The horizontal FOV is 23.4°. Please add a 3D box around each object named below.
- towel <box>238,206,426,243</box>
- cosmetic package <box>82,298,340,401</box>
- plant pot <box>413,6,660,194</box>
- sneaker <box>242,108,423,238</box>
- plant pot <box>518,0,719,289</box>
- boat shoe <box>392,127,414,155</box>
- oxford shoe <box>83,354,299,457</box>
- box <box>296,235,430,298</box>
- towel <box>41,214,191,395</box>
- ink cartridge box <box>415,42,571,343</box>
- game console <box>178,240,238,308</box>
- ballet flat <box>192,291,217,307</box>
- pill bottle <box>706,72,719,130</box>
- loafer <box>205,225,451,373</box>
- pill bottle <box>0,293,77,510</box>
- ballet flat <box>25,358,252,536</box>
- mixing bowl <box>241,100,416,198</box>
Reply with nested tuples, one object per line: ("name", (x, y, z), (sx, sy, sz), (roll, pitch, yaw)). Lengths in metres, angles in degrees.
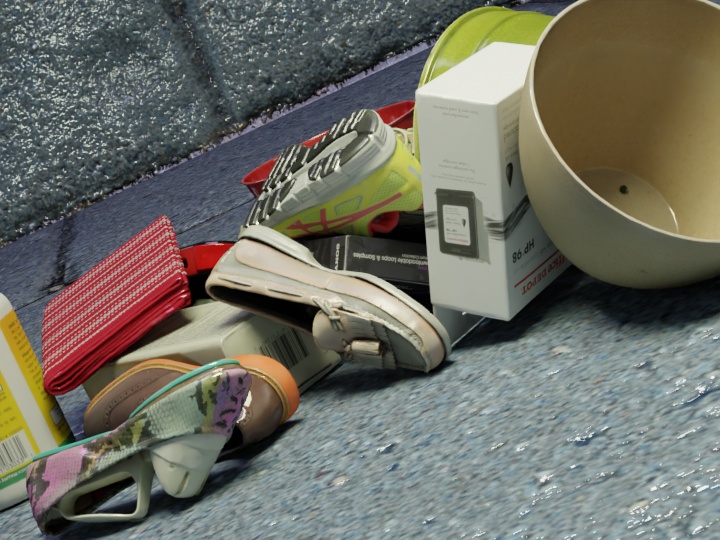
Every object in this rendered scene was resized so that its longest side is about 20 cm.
("towel", (0.028, -0.030, 1.456), (0.199, 0.035, 0.192), (-10, -9, 40))
("cosmetic package", (-0.123, 0.075, 1.373), (0.199, 0.071, 0.105), (-12, 18, 49))
("plant pot", (0.176, -0.106, 1.324), (0.192, 0.202, 0.200), (3, 27, 44))
("sneaker", (-0.018, -0.052, 1.327), (0.200, 0.090, 0.079), (-19, 42, 57))
("plant pot", (0.188, -0.066, 1.141), (0.200, 0.201, 0.135), (-30, -21, -28))
("boat shoe", (0.066, -0.085, 1.462), (0.200, 0.074, 0.063), (9, -18, -32))
("oxford shoe", (-0.140, 0.109, 1.266), (0.199, 0.071, 0.073), (-16, 19, 38))
("box", (0.000, 0.000, 1.386), (0.142, 0.036, 0.200), (6, -4, -30))
("towel", (-0.206, 0.027, 1.444), (0.144, 0.023, 0.200), (-37, 20, 2))
("ink cartridge box", (0.101, -0.046, 1.220), (0.066, 0.201, 0.116), (11, 30, 32))
("game console", (-0.130, 0.012, 1.585), (0.199, 0.031, 0.176), (-14, -15, 42))
("ballet flat", (-0.090, 0.051, 1.460), (0.067, 0.064, 0.200), (14, -7, -25))
("pill bottle", (0.342, -0.134, 1.237), (0.200, 0.117, 0.116), (-32, 13, -38))
("loafer", (-0.026, 0.033, 1.251), (0.199, 0.072, 0.063), (27, 57, 33))
("pill bottle", (-0.316, 0.086, 1.399), (0.112, 0.201, 0.113), (-23, 11, 5))
("ballet flat", (-0.147, 0.130, 1.182), (0.199, 0.072, 0.069), (-27, -27, 25))
("mixing bowl", (-0.012, -0.085, 1.789), (0.199, 0.109, 0.200), (-23, 10, 4))
